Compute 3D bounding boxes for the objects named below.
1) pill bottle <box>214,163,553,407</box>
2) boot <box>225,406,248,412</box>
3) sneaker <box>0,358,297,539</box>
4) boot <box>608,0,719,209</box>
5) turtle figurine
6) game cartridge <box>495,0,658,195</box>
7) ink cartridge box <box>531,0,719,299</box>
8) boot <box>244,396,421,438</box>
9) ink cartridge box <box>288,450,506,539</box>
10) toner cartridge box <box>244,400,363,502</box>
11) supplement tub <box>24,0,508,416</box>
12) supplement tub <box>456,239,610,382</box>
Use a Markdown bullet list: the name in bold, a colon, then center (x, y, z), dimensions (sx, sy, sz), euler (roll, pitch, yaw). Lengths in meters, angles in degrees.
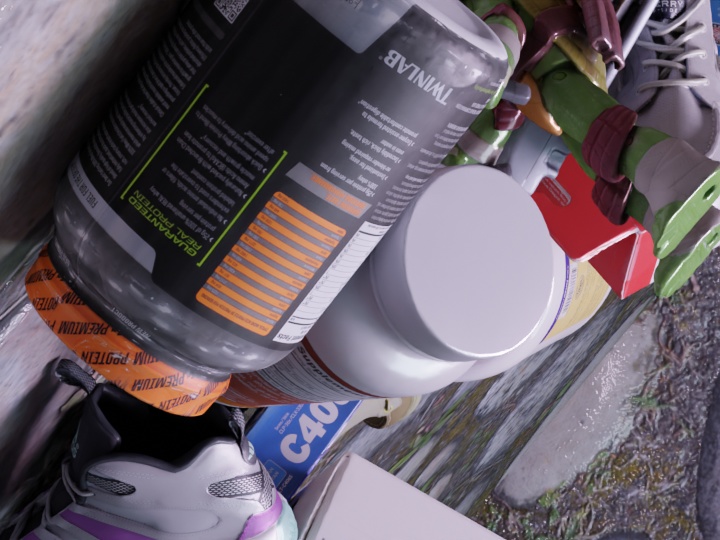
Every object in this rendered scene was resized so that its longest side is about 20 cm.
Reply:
- **pill bottle**: center (-0.006, 0.004, 1.064), dimensions (0.112, 0.112, 0.200), euler (-42, -161, -32)
- **boot**: center (-0.112, 0.106, 1.321), dimensions (0.200, 0.069, 0.174), euler (-54, 172, 37)
- **sneaker**: center (-0.142, 0.106, 1.171), dimensions (0.199, 0.140, 0.078), euler (-12, -148, 10)
- **boot**: center (0.155, -0.105, 1.201), dimensions (0.200, 0.073, 0.096), euler (-90, 175, -64)
- **turtle figurine**: center (0.068, -0.056, 1.092), dimensions (0.200, 0.194, 0.144), euler (-33, 154, -38)
- **game cartridge**: center (0.111, -0.146, 1.217), dimensions (0.200, 0.041, 0.133), euler (-61, -153, 9)
- **ink cartridge box**: center (0.165, -0.066, 1.321), dimensions (0.200, 0.116, 0.067), euler (-27, 150, -22)
- **boot**: center (-0.030, 0.098, 1.586), dimensions (0.155, 0.072, 0.200), euler (-46, 163, -16)
- **ink cartridge box**: center (0.002, 0.197, 1.291), dimensions (0.200, 0.147, 0.086), euler (-46, -163, 57)
- **toner cartridge box**: center (-0.068, 0.127, 1.292), dimensions (0.200, 0.043, 0.095), euler (-53, -179, -17)
- **supplement tub**: center (-0.043, -0.046, 0.943), dimensions (0.200, 0.122, 0.123), euler (-51, 168, 12)
- **supplement tub**: center (0.083, -0.014, 1.457), dimensions (0.146, 0.145, 0.200), euler (-53, 168, 19)
